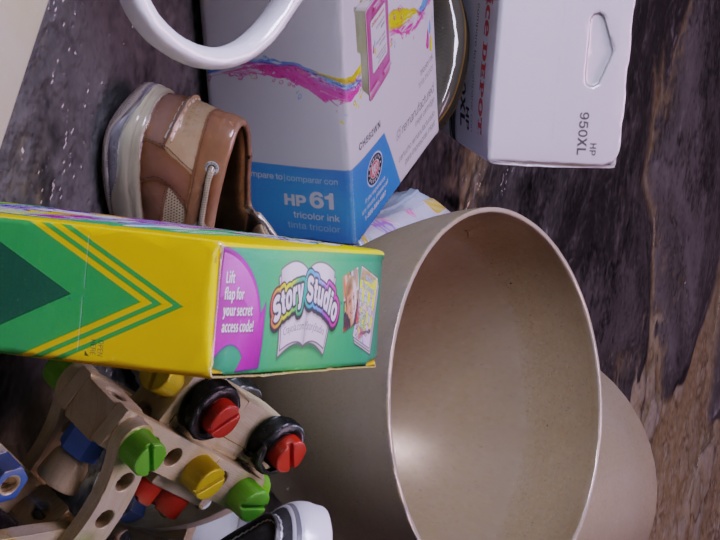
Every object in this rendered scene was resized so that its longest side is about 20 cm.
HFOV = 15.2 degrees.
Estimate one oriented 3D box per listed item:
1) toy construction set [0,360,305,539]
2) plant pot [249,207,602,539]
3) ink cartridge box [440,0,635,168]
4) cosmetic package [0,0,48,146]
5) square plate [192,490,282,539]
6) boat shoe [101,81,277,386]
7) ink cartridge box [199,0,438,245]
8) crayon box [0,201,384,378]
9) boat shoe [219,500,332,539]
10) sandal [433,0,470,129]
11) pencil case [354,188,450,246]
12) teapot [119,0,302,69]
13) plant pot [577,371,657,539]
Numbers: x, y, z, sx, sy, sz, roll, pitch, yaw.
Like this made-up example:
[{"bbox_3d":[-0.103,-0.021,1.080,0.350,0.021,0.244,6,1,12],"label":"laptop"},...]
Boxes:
[{"bbox_3d":[-0.102,0.097,1.246,0.131,0.092,0.200,-52,161,2],"label":"toy construction set"},{"bbox_3d":[0.017,0.070,1.401,0.200,0.134,0.201,5,84,-55],"label":"plant pot"},{"bbox_3d":[0.094,-0.150,1.640,0.200,0.084,0.145,-137,-131,-71],"label":"ink cartridge box"},{"bbox_3d":[-0.161,-0.143,1.036,0.105,0.071,0.200,59,42,-63],"label":"cosmetic package"},{"bbox_3d":[-0.034,0.149,1.462,0.200,0.028,0.198,53,34,-37],"label":"square plate"},{"bbox_3d":[-0.078,-0.001,1.341,0.076,0.072,0.200,-64,155,-44],"label":"boat shoe"},{"bbox_3d":[-0.021,-0.136,1.442,0.145,0.084,0.200,-55,146,-54],"label":"ink cartridge box"},{"bbox_3d":[-0.102,0.008,1.114,0.200,0.172,0.058,1,96,-71],"label":"crayon box"},{"bbox_3d":[-0.085,0.170,1.275,0.200,0.066,0.070,-47,-143,41],"label":"boat shoe"},{"bbox_3d":[0.025,-0.178,1.573,0.055,0.082,0.200,13,85,-63],"label":"sandal"},{"bbox_3d":[0.000,0.000,1.563,0.200,0.083,0.091,-7,90,-71],"label":"pencil case"},{"bbox_3d":[-0.057,-0.225,1.203,0.146,0.200,0.198,-4,139,-36],"label":"teapot"},{"bbox_3d":[0.064,0.149,1.679,0.200,0.187,0.188,-16,112,-64],"label":"plant pot"}]
